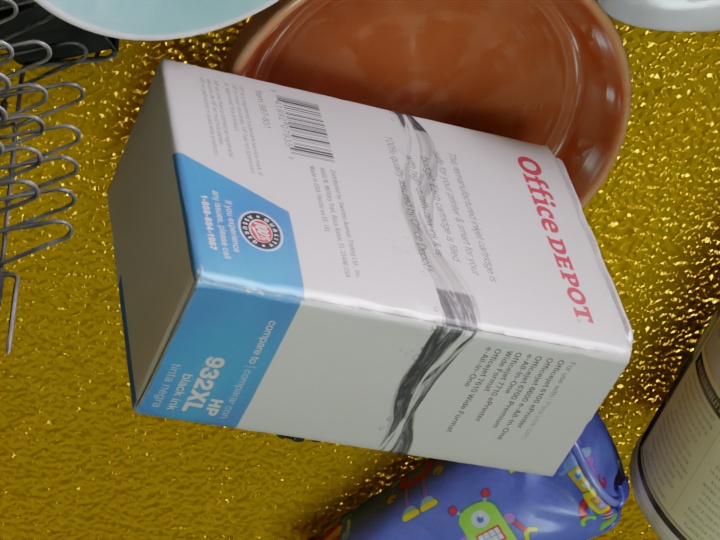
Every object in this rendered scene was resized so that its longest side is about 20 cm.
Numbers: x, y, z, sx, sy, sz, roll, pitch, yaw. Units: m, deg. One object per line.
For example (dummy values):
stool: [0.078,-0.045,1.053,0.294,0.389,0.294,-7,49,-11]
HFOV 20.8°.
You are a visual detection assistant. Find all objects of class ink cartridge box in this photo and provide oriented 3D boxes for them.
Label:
ink cartridge box: [0.000,0.000,0.860,0.199,0.145,0.084,11,128,-22]

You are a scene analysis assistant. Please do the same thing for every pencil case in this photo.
pencil case: [0.056,0.143,1.081,0.200,0.078,0.087,-35,90,20]

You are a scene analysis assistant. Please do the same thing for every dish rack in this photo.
dish rack: [-0.155,-0.073,0.761,0.054,0.201,0.153,-15,141,18]

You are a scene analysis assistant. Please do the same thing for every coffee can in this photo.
coffee can: [0.245,0.058,1.013,0.146,0.147,0.200,9,128,-21]

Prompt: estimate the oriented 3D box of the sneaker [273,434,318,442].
sneaker: [0.011,0.039,0.996,0.200,0.082,0.078,9,109,-39]

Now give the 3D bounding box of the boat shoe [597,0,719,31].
boat shoe: [0.196,-0.161,0.856,0.199,0.074,0.068,-12,137,-4]

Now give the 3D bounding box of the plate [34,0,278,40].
plate: [-0.064,-0.183,0.776,0.200,0.026,0.201,-22,136,-22]

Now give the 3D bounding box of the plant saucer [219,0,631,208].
plant saucer: [0.027,-0.074,0.922,0.200,0.032,0.201,-6,132,-7]
